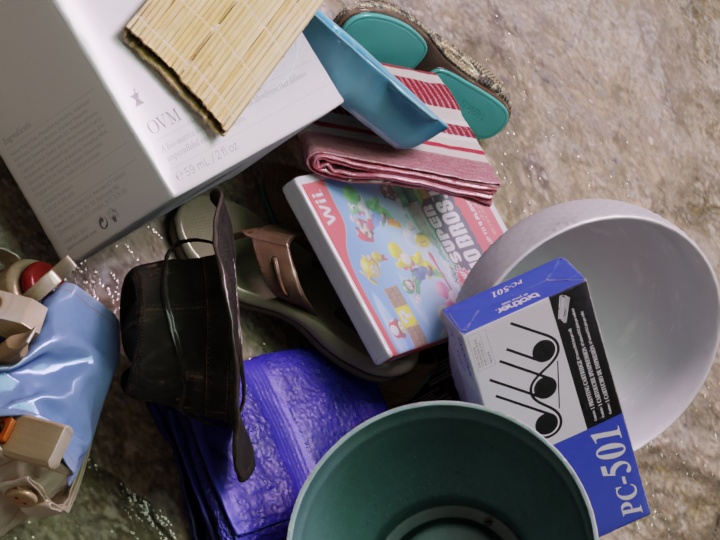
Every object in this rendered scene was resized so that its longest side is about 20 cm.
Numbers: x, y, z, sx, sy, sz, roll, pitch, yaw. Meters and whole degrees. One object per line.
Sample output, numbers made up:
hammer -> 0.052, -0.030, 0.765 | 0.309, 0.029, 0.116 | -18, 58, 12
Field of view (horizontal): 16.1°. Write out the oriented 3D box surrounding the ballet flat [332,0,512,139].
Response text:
ballet flat -> 0.040, -0.169, 2.004 | 0.200, 0.068, 0.075 | 29, 27, -39

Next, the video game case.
video game case -> 0.042, -0.016, 1.822 | 0.200, 0.017, 0.143 | -16, 75, -51

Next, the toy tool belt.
toy tool belt -> -0.196, 0.058, 1.565 | 0.125, 0.123, 0.200 | 36, 45, -26

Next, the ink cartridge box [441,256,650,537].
ink cartridge box -> 0.129, 0.099, 1.743 | 0.044, 0.094, 0.200 | -128, -163, -59

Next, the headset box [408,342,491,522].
headset box -> 0.113, 0.102, 1.895 | 0.149, 0.077, 0.200 | 4, 65, -43

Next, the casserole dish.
casserole dish -> -0.015, -0.147, 1.804 | 0.121, 0.039, 0.200 | 35, 7, -42

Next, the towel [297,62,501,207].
towel -> 0.012, -0.108, 1.859 | 0.144, 0.023, 0.200 | 10, 25, -17

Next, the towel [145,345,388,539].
towel -> -0.046, 0.123, 1.739 | 0.200, 0.050, 0.148 | -7, 73, -48

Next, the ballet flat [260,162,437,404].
ballet flat -> 0.000, 0.000, 1.843 | 0.068, 0.072, 0.200 | -18, 80, -50

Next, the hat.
hat -> -0.113, 0.046, 1.602 | 0.081, 0.201, 0.201 | -6, 65, -2

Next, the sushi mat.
sushi mat -> -0.081, -0.175, 1.665 | 0.096, 0.012, 0.200 | 47, 41, -14

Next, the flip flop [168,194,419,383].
flip flop -> -0.041, 0.004, 1.780 | 0.200, 0.058, 0.081 | 35, 44, 5

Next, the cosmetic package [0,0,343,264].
cosmetic package -> -0.150, -0.142, 1.681 | 0.199, 0.123, 0.200 | -34, 92, -50

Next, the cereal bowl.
cereal bowl -> 0.149, 0.036, 1.798 | 0.200, 0.200, 0.083 | 28, 10, -32

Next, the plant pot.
plant pot -> 0.058, 0.198, 1.680 | 0.134, 0.200, 0.200 | 72, 2, -73
